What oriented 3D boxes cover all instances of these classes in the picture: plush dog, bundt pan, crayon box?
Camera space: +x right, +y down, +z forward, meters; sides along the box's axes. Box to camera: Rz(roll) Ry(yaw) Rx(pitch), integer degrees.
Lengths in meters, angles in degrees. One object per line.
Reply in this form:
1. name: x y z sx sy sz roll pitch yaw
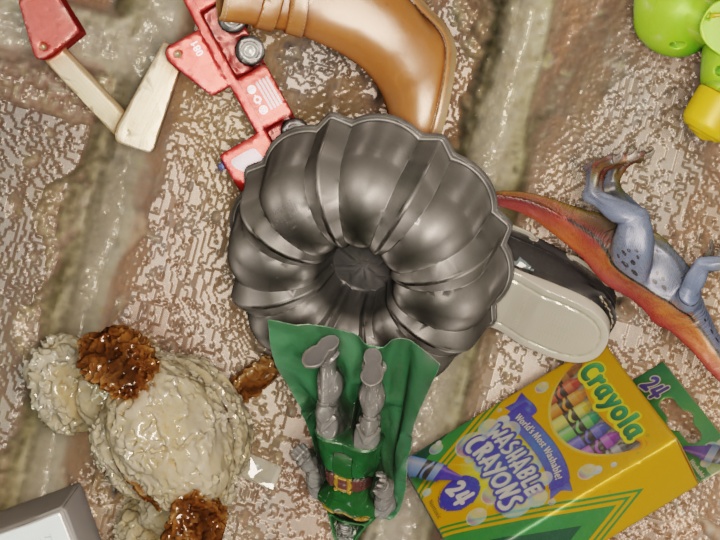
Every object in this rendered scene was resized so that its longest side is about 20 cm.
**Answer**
1. plush dog: -0.125 0.112 1.399 0.160 0.172 0.200 -28 92 -1
2. bundt pan: 0.000 0.000 1.403 0.202 0.076 0.202 6 120 11
3. crayon box: 0.140 0.130 1.431 0.200 0.126 0.052 -31 126 -1

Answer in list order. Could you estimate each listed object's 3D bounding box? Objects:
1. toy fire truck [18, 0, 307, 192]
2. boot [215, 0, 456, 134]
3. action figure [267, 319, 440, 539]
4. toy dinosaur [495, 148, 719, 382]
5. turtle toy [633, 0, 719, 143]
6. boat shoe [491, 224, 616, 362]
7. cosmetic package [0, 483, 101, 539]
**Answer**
1. toy fire truck: -0.132 -0.129 1.450 0.141 0.049 0.200 -29 94 0
2. boot: -0.021 -0.169 1.422 0.155 0.074 0.200 -2 78 -21
3. action figure: -0.007 0.121 1.415 0.118 0.200 0.055 17 50 17
4. toy dinosaur: 0.205 0.008 1.447 0.200 0.105 0.182 -16 88 10
5. turtle toy: 0.278 -0.146 1.436 0.200 0.101 0.146 32 94 -2
6. boat shoe: 0.087 -0.006 1.458 0.200 0.060 0.074 24 127 1
7. cosmetic package: -0.253 0.277 1.427 0.200 0.123 0.200 -19 93 0
